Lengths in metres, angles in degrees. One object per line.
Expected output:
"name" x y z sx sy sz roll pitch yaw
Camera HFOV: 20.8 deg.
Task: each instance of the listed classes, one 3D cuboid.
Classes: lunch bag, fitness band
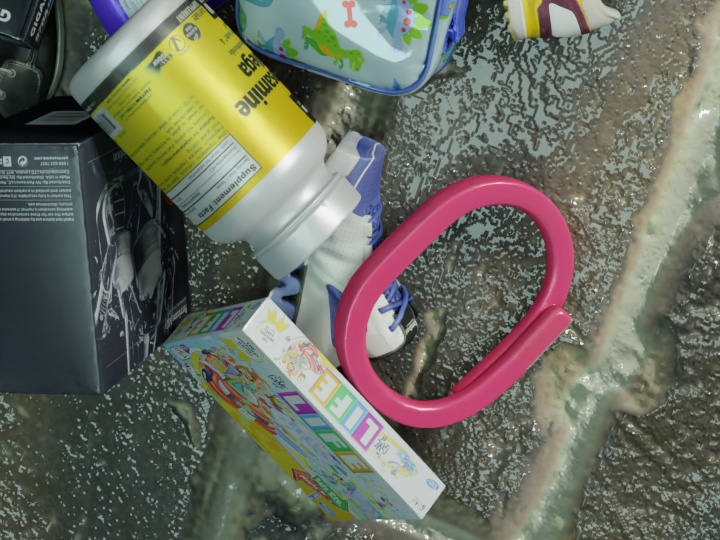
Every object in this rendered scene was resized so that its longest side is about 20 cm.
"lunch bag" 0.006 -0.228 1.334 0.160 0.082 0.201 18 117 14
"fitness band" 0.072 0.022 1.439 0.200 0.037 0.144 -45 110 -4

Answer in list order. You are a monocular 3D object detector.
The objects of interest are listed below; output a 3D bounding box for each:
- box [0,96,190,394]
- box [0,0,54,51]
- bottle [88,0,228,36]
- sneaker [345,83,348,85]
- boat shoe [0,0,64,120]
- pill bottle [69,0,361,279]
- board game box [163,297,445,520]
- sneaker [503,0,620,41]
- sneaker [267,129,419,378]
"box" -0.208 -0.024 1.451 0.103 0.200 0.184 1 105 14
"box" -0.311 -0.270 1.470 0.199 0.046 0.160 19 88 8
"bottle" -0.108 -0.240 1.443 0.199 0.065 0.084 -29 96 18
"sneaker" 0.033 -0.228 1.416 0.200 0.075 0.106 -36 98 28
"boat shoe" -0.277 -0.142 1.509 0.071 0.068 0.201 18 103 10
"pill bottle" -0.097 -0.094 1.366 0.112 0.113 0.200 -41 98 19
"board game box" -0.043 0.107 1.464 0.200 0.034 0.134 48 153 -17
"sneaker" 0.136 -0.265 1.382 0.089 0.075 0.201 -6 107 4
"sneaker" 0.000 0.001 1.478 0.115 0.081 0.200 23 115 3
